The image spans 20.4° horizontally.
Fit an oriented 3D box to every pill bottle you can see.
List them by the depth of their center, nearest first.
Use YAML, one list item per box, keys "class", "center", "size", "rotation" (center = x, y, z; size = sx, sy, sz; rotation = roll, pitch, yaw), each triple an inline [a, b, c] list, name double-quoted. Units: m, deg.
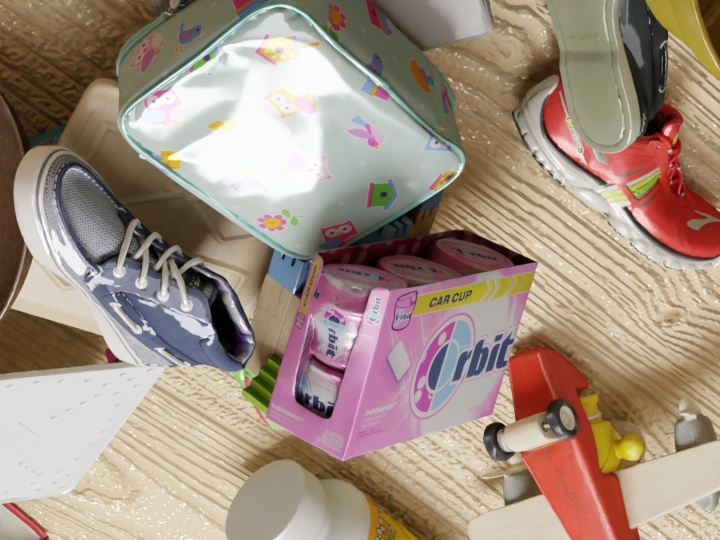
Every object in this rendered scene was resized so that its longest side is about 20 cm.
- class: "pill bottle"
  center: [-0.014, 0.238, 1.608]
  size: [0.112, 0.113, 0.200]
  rotation: [-31, 127, 23]

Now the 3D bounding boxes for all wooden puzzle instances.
- class: "wooden puzzle"
  center: [-0.136, -0.033, 1.333]
  size: [0.184, 0.046, 0.200]
  rotation: [19, 124, -28]

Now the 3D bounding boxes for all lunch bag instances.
- class: "lunch bag"
  center: [-0.047, -0.098, 1.209]
  size: [0.160, 0.077, 0.200]
  rotation: [-30, 132, 27]

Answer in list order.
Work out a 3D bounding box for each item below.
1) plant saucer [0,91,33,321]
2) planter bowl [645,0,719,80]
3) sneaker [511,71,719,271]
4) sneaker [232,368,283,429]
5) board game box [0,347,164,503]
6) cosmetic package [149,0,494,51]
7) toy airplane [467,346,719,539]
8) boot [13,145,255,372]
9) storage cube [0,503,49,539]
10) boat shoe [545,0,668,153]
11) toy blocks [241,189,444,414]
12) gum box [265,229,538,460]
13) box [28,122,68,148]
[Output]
- class: "plant saucer"
  center: [-0.269, -0.042, 1.306]
  size: [0.037, 0.201, 0.200]
  rotation: [-3, 145, -49]
- class: "planter bowl"
  center: [0.224, -0.197, 1.210]
  size: [0.083, 0.201, 0.201]
  rotation: [5, 146, 45]
- class: "sneaker"
  center: [0.195, -0.071, 1.363]
  size: [0.199, 0.077, 0.085]
  rotation: [33, 118, -30]
- class: "sneaker"
  center: [-0.030, 0.075, 1.468]
  size: [0.084, 0.077, 0.200]
  rotation: [-43, 153, 14]
- class: "board game box"
  center: [-0.266, 0.116, 1.437]
  size: [0.199, 0.026, 0.200]
  rotation: [-4, 149, -35]
- class: "cosmetic package"
  center: [-0.025, -0.183, 1.238]
  size: [0.199, 0.091, 0.107]
  rotation: [-15, 133, 6]
- class: "toy airplane"
  center: [0.189, 0.168, 1.537]
  size: [0.199, 0.141, 0.200]
  rotation: [24, 122, 19]
- class: "boot"
  center: [-0.137, -0.007, 1.258]
  size: [0.090, 0.073, 0.200]
  rotation: [5, 148, 26]
- class: "storage cube"
  center: [-0.372, 0.264, 1.571]
  size: [0.179, 0.172, 0.200]
  rotation: [-26, 130, 20]
- class: "boat shoe"
  center: [0.162, -0.178, 1.262]
  size: [0.074, 0.066, 0.201]
  rotation: [7, 117, 46]
- class: "toy blocks"
  center: [0.000, 0.000, 1.360]
  size: [0.199, 0.100, 0.137]
  rotation: [-24, 142, -47]
- class: "gum box"
  center: [0.027, 0.044, 1.289]
  size: [0.066, 0.200, 0.114]
  rotation: [25, 108, 28]
- class: "box"
  center: [-0.157, -0.021, 1.403]
  size: [0.082, 0.049, 0.200]
  rotation: [-20, 131, 14]
